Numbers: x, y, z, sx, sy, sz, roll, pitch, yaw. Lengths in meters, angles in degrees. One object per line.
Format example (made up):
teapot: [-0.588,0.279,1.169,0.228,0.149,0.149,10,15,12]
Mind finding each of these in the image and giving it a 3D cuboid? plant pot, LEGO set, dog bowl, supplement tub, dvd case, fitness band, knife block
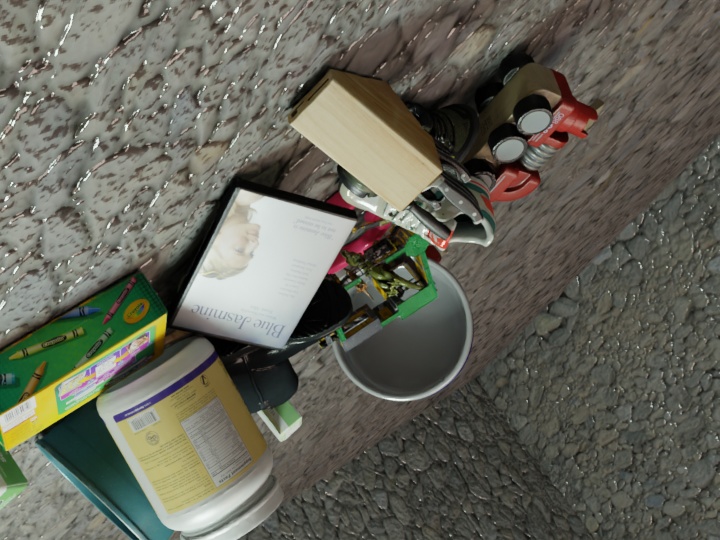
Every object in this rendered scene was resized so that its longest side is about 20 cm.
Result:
plant pot: [-0.258,0.210,1.411,0.188,0.199,0.200,-47,170,-19]
LEGO set: [0.000,0.000,1.479,0.199,0.116,0.154,-38,137,-4]
dog bowl: [0.059,0.080,1.607,0.199,0.201,0.079,-38,169,2]
supplement tub: [-0.184,0.191,1.271,0.144,0.202,0.145,-28,-172,4]
dvd case: [-0.107,-0.001,1.222,0.141,0.018,0.201,13,126,-27]
fitness band: [-0.021,-0.053,1.479,0.142,0.038,0.201,-30,164,-21]
knife block: [0.037,-0.105,1.140,0.064,0.176,0.199,-42,166,20]

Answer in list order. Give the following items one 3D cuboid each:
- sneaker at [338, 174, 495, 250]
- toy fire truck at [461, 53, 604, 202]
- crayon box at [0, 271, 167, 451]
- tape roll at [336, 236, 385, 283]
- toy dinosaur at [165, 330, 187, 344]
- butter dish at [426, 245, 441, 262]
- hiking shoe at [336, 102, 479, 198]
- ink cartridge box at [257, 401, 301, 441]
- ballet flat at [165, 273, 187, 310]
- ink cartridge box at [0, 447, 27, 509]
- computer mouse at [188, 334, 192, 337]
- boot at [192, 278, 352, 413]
sneaker: [0.073,-0.075,1.357,0.197,0.094,0.071,10,130,-21]
toy fire truck: [0.226,-0.171,1.459,0.198,0.130,0.176,15,134,-31]
crayon box: [-0.295,0.094,1.184,0.199,0.059,0.119,-33,166,-23]
tape roll: [-0.032,0.023,1.691,0.202,0.037,0.203,-37,166,-10]
toy dinosaur: [-0.174,0.046,1.395,0.199,0.061,0.106,-36,155,15]
butter dish: [0.076,0.073,1.830,0.199,0.149,0.200,-38,-172,3]
hiking shoe: [0.070,-0.148,1.305,0.198,0.076,0.101,-29,168,-31]
ink cartridge box: [-0.140,0.159,1.589,0.048,0.146,0.200,-38,172,-12]
ballet flat: [-0.150,0.001,1.267,0.071,0.070,0.200,8,136,-45]
ink cartridge box: [-0.458,0.237,1.175,0.144,0.084,0.200,-40,167,8]
computer mouse: [-0.148,0.060,1.517,0.199,0.034,0.059,-34,167,-17]
boot: [-0.095,0.096,1.401,0.197,0.077,0.169,-20,150,-2]
